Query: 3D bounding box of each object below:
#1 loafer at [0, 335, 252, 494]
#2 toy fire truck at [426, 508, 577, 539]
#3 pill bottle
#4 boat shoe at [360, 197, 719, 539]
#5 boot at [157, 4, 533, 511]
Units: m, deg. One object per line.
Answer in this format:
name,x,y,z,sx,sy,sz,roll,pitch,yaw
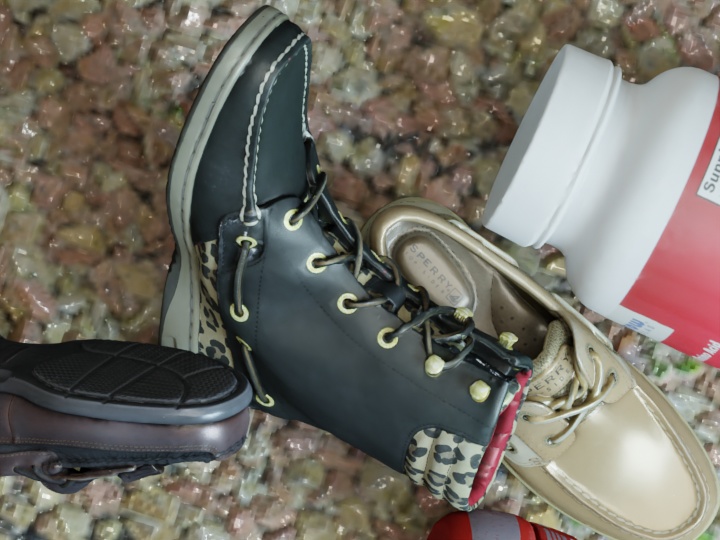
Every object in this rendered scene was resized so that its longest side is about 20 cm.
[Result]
loafer,-0.130,0.064,1.041,0.200,0.072,0.063,6,110,29
toy fire truck,-0.005,0.179,1.059,0.141,0.049,0.200,20,108,-14
pill bottle,0.159,-0.016,1.053,0.200,0.112,0.112,24,90,-2
boat shoe,0.075,0.049,1.074,0.200,0.065,0.071,41,88,-2
boot,0.001,0.000,1.005,0.154,0.204,0.073,26,46,15
